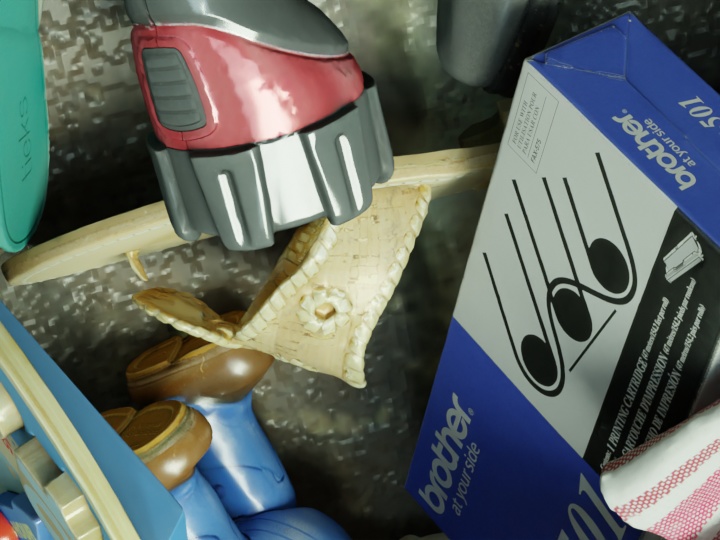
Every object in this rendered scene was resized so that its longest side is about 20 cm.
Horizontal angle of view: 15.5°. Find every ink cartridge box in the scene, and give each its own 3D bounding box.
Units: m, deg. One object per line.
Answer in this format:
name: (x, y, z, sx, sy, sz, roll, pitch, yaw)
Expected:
ink cartridge box: (0.073, 0.029, 0.790, 0.044, 0.094, 0.200, -26, 148, -30)

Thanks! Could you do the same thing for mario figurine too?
mario figurine: (-0.003, 0.110, 0.860, 0.123, 0.106, 0.200, -38, 113, -17)

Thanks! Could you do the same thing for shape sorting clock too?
shape sorting clock: (-0.099, 0.071, 0.772, 0.039, 0.200, 0.201, -35, 124, -21)

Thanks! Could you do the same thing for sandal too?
sandal: (0.001, -0.001, 0.812, 0.211, 0.078, 0.070, -17, 86, -8)

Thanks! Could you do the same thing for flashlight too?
flashlight: (-0.043, -0.108, 0.709, 0.068, 0.068, 0.201, -14, 110, -3)

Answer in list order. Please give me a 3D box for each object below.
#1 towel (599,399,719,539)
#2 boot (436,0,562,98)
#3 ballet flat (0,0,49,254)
towel: (0.179, 0.058, 0.758, 0.146, 0.030, 0.200, -32, 146, 26)
boot: (-0.002, -0.150, 0.753, 0.131, 0.070, 0.201, 0, 108, -10)
ballet flat: (-0.121, -0.093, 0.753, 0.071, 0.072, 0.201, 1, 116, -14)
